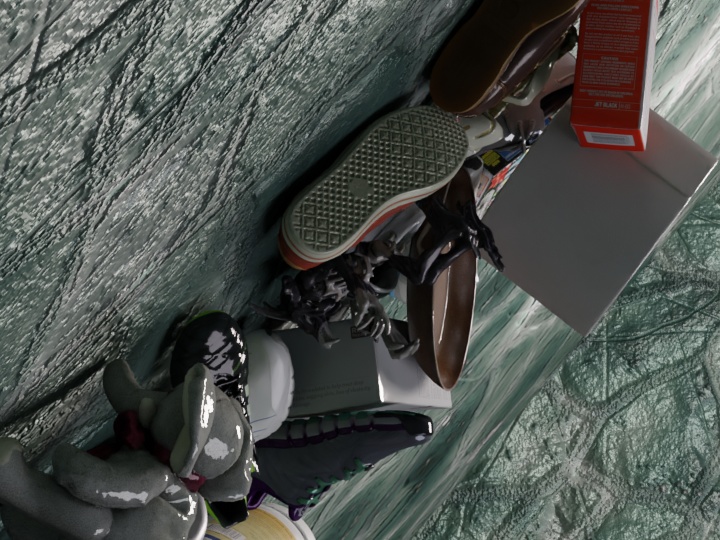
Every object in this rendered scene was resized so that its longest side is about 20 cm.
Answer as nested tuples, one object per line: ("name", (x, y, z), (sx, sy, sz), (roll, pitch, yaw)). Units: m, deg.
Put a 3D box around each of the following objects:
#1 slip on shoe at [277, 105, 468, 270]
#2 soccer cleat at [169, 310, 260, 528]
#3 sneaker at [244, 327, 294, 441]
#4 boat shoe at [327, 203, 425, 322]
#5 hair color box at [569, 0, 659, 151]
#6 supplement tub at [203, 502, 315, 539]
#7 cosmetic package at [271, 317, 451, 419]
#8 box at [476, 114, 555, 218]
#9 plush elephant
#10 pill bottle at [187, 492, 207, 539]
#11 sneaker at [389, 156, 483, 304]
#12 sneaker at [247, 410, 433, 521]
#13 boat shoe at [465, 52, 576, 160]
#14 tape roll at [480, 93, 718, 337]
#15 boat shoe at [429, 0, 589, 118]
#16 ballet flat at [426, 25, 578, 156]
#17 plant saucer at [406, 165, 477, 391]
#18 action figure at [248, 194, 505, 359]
("slip on shoe", (0.008, -0.066, 1.453), (0.200, 0.074, 0.061), (-39, 179, -31))
("soccer cleat", (-0.107, 0.116, 1.448), (0.067, 0.081, 0.201), (-20, 137, -23))
("sneaker", (-0.126, 0.134, 1.554), (0.201, 0.074, 0.087), (-56, 160, 20))
("boat shoe", (0.000, 0.000, 1.603), (0.073, 0.067, 0.201), (-40, 164, -34))
("hair color box", (0.215, -0.208, 1.539), (0.101, 0.061, 0.202), (33, 63, -77))
("supplement tub", (-0.133, 0.317, 1.879), (0.145, 0.144, 0.200), (-54, 166, 19))
("cosmetic package", (-0.001, 0.091, 1.674), (0.112, 0.082, 0.200), (-10, 173, 22))
("box", (0.123, -0.070, 1.886), (0.137, 0.040, 0.201), (-38, 163, -41))
("plush elephant", (-0.150, 0.132, 1.294), (0.165, 0.198, 0.156), (81, 32, -64))
("pill bottle", (-0.208, 0.245, 1.487), (0.113, 0.113, 0.201), (-34, 159, -51))
("sneaker", (0.088, -0.029, 1.783), (0.075, 0.087, 0.201), (-36, 160, -40))
("sneaker", (-0.026, 0.169, 1.596), (0.198, 0.089, 0.074), (-8, 172, 25))
("boat shoe", (0.137, -0.141, 1.666), (0.200, 0.068, 0.072), (-38, 163, -44))
("tape roll", (0.209, -0.060, 1.675), (0.203, 0.139, 0.203), (-52, 173, -9))
("boat shoe", (0.133, -0.205, 1.474), (0.200, 0.071, 0.070), (-46, 162, 20))
("ballet flat", (0.108, -0.148, 1.556), (0.200, 0.064, 0.076), (-51, 150, 2))
("plant saucer", (0.073, 0.006, 1.658), (0.200, 0.032, 0.202), (4, 90, -75))
("action figure", (0.012, 0.017, 1.501), (0.199, 0.103, 0.119), (-26, 165, 16))
